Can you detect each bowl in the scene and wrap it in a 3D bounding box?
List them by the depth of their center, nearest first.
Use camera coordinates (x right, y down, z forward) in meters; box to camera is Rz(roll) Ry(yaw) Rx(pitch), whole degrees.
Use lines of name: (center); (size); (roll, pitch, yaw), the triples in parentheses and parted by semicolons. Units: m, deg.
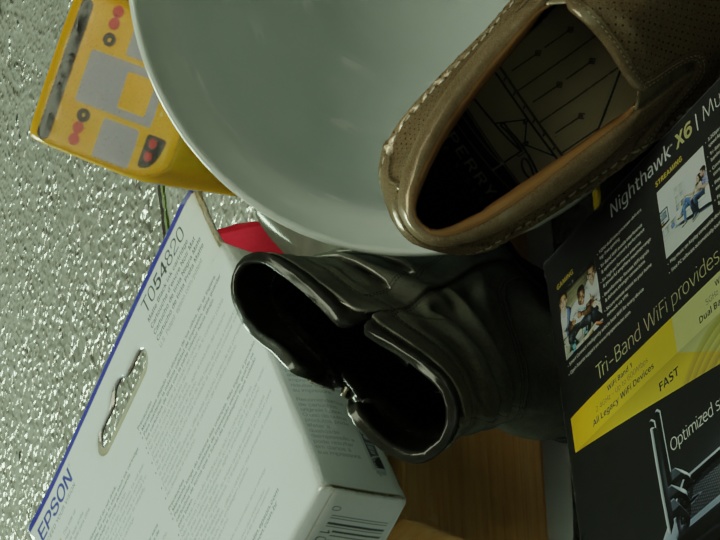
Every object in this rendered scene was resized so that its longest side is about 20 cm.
bowl: (0.021, -0.111, 0.875); (0.090, 0.200, 0.202); (-60, -18, -80)

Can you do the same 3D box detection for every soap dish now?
soap dish: (0.016, 0.058, 1.028); (0.157, 0.081, 0.201); (-42, 42, 50)

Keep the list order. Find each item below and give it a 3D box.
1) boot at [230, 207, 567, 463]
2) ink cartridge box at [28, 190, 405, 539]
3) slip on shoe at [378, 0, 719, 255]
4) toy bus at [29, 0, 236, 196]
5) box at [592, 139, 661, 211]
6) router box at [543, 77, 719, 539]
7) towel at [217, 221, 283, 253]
boot: (0.000, 0.000, 0.890); (0.200, 0.130, 0.068); (37, 112, 37)
ink cartridge box: (-0.065, 0.100, 0.988); (0.200, 0.040, 0.200); (-62, 32, 27)
slip on shoe: (0.086, -0.079, 0.797); (0.200, 0.076, 0.061); (-38, 3, 10)
toy bus: (-0.067, -0.070, 0.998); (0.078, 0.200, 0.065); (20, 94, 17)
box: (0.158, 0.015, 0.833); (0.200, 0.049, 0.160); (-29, 58, 57)
router box: (0.135, 0.012, 0.748); (0.200, 0.052, 0.158); (-49, 35, 44)
towel: (-0.050, 0.073, 1.037); (0.144, 0.022, 0.201); (-9, 71, 61)
